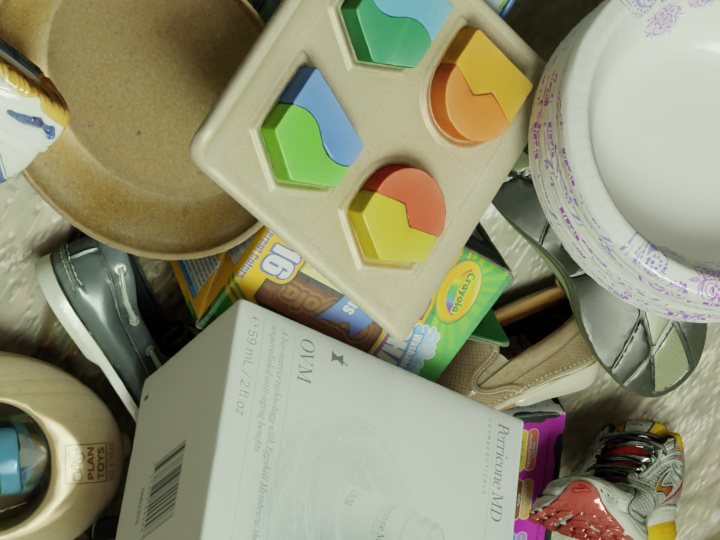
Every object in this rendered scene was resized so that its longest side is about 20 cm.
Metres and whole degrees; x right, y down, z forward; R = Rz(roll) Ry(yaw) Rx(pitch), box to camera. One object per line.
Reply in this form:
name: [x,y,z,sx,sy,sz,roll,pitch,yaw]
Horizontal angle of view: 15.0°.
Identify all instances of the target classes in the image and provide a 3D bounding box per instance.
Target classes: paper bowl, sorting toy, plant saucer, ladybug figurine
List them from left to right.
ladybug figurine: [-0.239,0.112,1.655,0.199,0.072,0.136,0,99,-9]
plant saucer: [-0.119,-0.103,1.559,0.199,0.035,0.201,11,120,20]
sorting toy: [0.017,-0.085,1.522,0.200,0.036,0.185,43,72,-35]
paper bowl: [0.193,-0.070,1.571,0.200,0.104,0.202,3,78,-16]

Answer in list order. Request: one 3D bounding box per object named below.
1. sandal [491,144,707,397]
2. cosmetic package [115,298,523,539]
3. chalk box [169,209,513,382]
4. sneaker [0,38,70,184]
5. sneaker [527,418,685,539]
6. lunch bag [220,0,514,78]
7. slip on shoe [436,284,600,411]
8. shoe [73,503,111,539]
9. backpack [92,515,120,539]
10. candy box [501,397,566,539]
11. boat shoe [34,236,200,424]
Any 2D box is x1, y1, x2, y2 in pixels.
sandal: [0.148,-0.014,1.710,0.080,0.057,0.201,-35,94,2]
cosmetic package: [-0.025,0.156,1.556,0.199,0.200,0.123,24,142,-24]
chalk box: [0.000,0.000,1.649,0.200,0.125,0.124,30,106,-28]
sneaker: [-0.252,-0.110,1.490,0.088,0.075,0.200,-44,122,9]
sneaker: [0.162,0.134,1.762,0.078,0.200,0.083,14,93,16]
lunch bag: [0.016,-0.179,1.582,0.160,0.083,0.200,22,111,-30]
slip on shoe: [0.068,0.061,1.716,0.199,0.076,0.061,-16,129,-26]
shoe: [-0.176,0.217,1.722,0.070,0.053,0.201,-6,105,-59]
backpack: [-0.098,0.253,1.641,0.153,0.201,0.176,-24,144,28]
candy box: [0.025,0.141,1.772,0.199,0.061,0.137,-4,120,-16]
boat shoe: [-0.121,0.056,1.674,0.062,0.073,0.200,-32,118,6]
